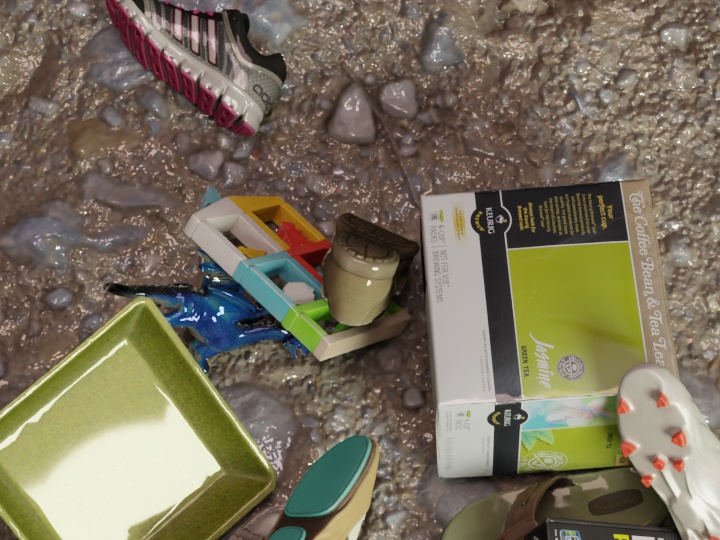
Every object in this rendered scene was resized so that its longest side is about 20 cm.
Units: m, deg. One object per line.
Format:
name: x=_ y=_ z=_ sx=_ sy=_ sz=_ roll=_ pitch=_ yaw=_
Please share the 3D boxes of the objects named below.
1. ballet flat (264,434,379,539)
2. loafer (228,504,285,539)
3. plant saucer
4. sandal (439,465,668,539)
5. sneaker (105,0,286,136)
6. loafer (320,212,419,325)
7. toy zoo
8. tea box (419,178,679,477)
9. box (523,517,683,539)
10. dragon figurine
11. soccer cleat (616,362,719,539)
ballet flat: x=-0.039 y=0.216 z=1.664 sx=0.068 sy=0.063 sz=0.200 roll=0 pitch=38 yaw=42
loafer: x=-0.103 y=0.271 z=1.658 sx=0.071 sy=0.063 sz=0.201 roll=26 pitch=67 yaw=14
plant saucer: x=-0.199 y=0.156 z=1.686 sx=0.200 sy=0.048 sz=0.200 roll=-40 pitch=107 yaw=-16
sandal: x=0.155 y=0.198 z=1.685 sx=0.199 sy=0.057 sz=0.080 roll=-20 pitch=64 yaw=-7
sneaker: x=-0.146 y=-0.210 z=1.896 sx=0.200 sy=0.074 sz=0.087 roll=40 pitch=71 yaw=14
loafer: x=0.000 y=0.000 z=1.735 sx=0.075 sy=0.200 sz=0.068 roll=24 pitch=100 yaw=7
toy zoo: x=-0.063 y=-0.006 z=1.771 sx=0.200 sy=0.021 sz=0.131 roll=43 pitch=28 yaw=20
tea box: x=0.151 y=0.048 z=1.710 sx=0.194 sy=0.134 sz=0.202 roll=-4 pitch=58 yaw=1
box: x=0.213 y=0.297 z=1.609 sx=0.159 sy=0.044 sz=0.202 roll=8 pitch=61 yaw=-20
dragon figurine: x=-0.126 y=0.025 z=1.740 sx=0.099 sy=0.200 sz=0.059 roll=-40 pitch=39 yaw=14
soccer cleat: x=0.256 y=0.149 z=1.617 sx=0.069 sy=0.201 sz=0.078 roll=-13 pitch=23 yaw=38
